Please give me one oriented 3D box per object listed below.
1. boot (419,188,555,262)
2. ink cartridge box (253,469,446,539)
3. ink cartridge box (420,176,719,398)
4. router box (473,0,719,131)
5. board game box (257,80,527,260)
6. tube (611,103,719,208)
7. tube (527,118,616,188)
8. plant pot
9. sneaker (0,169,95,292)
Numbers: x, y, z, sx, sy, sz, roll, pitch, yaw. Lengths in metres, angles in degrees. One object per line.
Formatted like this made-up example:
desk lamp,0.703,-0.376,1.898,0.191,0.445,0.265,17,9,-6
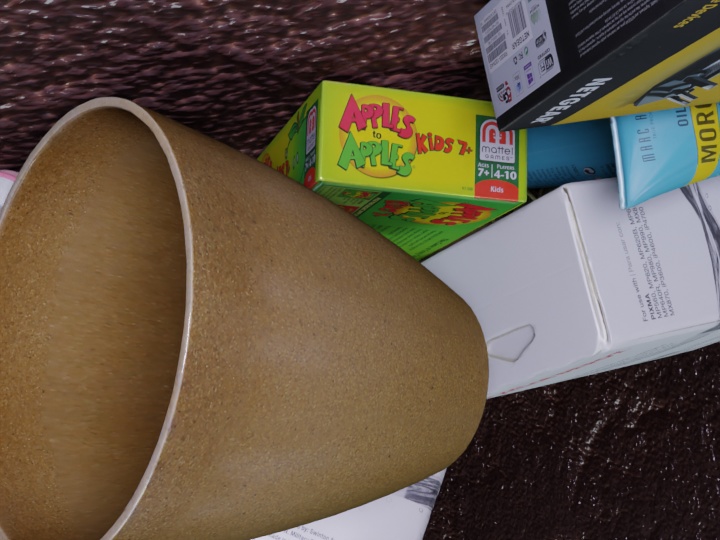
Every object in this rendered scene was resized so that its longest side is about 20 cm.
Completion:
boot,0.120,-0.044,0.840,0.199,0.073,0.154,-14,178,-45
ink cartridge box,-0.036,0.116,0.744,0.144,0.202,0.084,25,163,-10
ink cartridge box,0.150,0.005,0.721,0.198,0.085,0.144,-10,169,-33
router box,0.149,-0.108,0.461,0.155,0.053,0.200,-10,173,-19
board game box,0.001,-0.040,0.687,0.100,0.048,0.200,4,169,-16
tube,0.175,-0.079,0.631,0.198,0.079,0.050,-11,177,-42
tube,0.092,-0.065,0.753,0.198,0.051,0.077,-8,171,37
plant pot,-0.043,0.039,0.585,0.198,0.189,0.185,12,160,-38
sneaker,-0.132,-0.016,0.701,0.075,0.106,0.201,10,153,28
